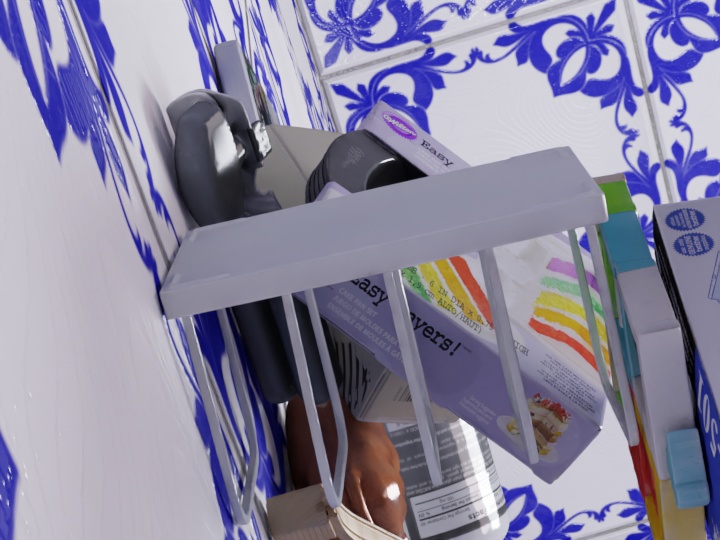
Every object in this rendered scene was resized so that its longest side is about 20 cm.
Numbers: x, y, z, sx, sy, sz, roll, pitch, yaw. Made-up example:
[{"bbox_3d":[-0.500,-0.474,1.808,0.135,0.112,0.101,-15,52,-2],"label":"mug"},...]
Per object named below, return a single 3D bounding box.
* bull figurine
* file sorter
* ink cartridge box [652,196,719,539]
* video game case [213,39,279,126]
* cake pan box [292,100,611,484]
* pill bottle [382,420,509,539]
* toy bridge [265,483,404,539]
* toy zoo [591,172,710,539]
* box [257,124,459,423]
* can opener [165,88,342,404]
[{"bbox_3d":[-0.008,0.115,1.138,0.200,0.065,0.122,-100,174,-62],"label":"bull figurine"},{"bbox_3d":[0.021,0.031,0.902,0.139,0.199,0.125,-90,168,-78],"label":"file sorter"},{"bbox_3d":[0.166,0.061,0.827,0.200,0.044,0.094,-95,176,-56],"label":"ink cartridge box"},{"bbox_3d":[-0.064,-0.053,1.436,0.182,0.023,0.201,63,12,-76],"label":"video game case"},{"bbox_3d":[0.053,0.004,1.059,0.200,0.052,0.184,37,25,-4],"label":"cake pan box"},{"bbox_3d":[0.045,0.159,1.411,0.116,0.115,0.201,-60,134,-86],"label":"pill bottle"},{"bbox_3d":[0.005,0.176,1.034,0.201,0.067,0.027,71,4,-48],"label":"toy bridge"},{"bbox_3d":[0.135,0.053,0.884,0.200,0.020,0.132,-93,173,-63],"label":"toy zoo"},{"bbox_3d":[0.000,0.000,1.148,0.069,0.082,0.200,-60,-138,29],"label":"box"},{"bbox_3d":[-0.064,-0.008,1.044,0.067,0.052,0.201,-51,131,-43],"label":"can opener"}]
